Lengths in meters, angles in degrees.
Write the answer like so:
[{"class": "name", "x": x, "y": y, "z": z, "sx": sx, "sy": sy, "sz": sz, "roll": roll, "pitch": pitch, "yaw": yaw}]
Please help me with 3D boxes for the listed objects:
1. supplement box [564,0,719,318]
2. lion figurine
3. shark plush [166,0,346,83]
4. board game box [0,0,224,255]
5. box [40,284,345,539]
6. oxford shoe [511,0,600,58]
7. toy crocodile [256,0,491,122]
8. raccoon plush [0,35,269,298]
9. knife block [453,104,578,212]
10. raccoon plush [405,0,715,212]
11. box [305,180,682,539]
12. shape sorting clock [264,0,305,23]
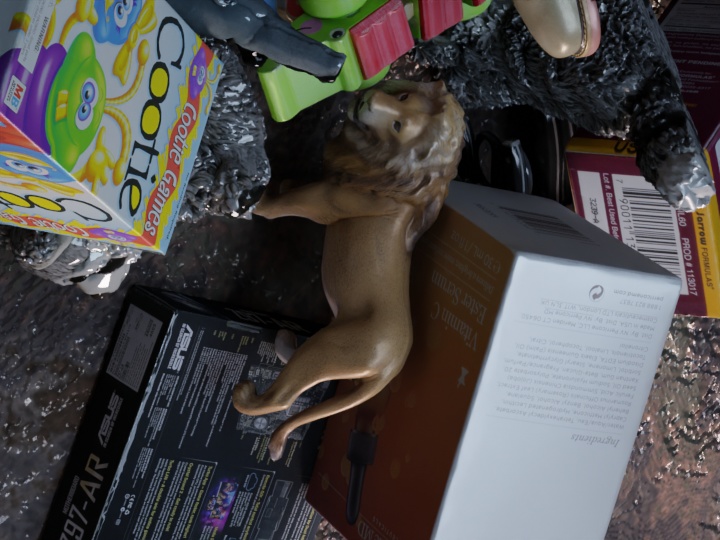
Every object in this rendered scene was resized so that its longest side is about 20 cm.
[{"class": "supplement box", "x": 0.200, "y": -0.075, "z": 1.674, "sx": 0.200, "sy": 0.086, "sz": 0.110, "roll": -52, "pitch": 140, "yaw": -46}, {"class": "lion figurine", "x": 0.000, "y": 0.000, "z": 1.516, "sx": 0.072, "sy": 0.122, "sz": 0.200, "roll": 6, "pitch": 83, "yaw": -60}, {"class": "shark plush", "x": -0.103, "y": -0.139, "z": 1.354, "sx": 0.091, "sy": 0.200, "sz": 0.083, "roll": -45, "pitch": 177, "yaw": -6}, {"class": "board game box", "x": -0.153, "y": -0.092, "z": 1.291, "sx": 0.200, "sy": 0.103, "sz": 0.105, "roll": 45, "pitch": 58, "yaw": -66}, {"class": "box", "x": -0.088, "y": 0.118, "z": 1.591, "sx": 0.160, "sy": 0.044, "sz": 0.200, "roll": 12, "pitch": 101, "yaw": -44}, {"class": "oxford shoe", "x": 0.047, "y": -0.183, "z": 1.427, "sx": 0.074, "sy": 0.071, "sz": 0.200, "roll": -31, "pitch": 85, "yaw": -17}, {"class": "toy crocodile", "x": 0.025, "y": -0.144, "z": 1.505, "sx": 0.200, "sy": 0.062, "sz": 0.068, "roll": -36, "pitch": 135, "yaw": -26}, {"class": "raccoon plush", "x": -0.132, "y": -0.087, "z": 1.440, "sx": 0.134, "sy": 0.097, "sz": 0.200, "roll": -13, "pitch": 92, "yaw": -25}, {"class": "knife block", "x": 0.111, "y": -0.011, "z": 1.691, "sx": 0.200, "sy": 0.064, "sz": 0.176, "roll": 32, "pitch": 88, "yaw": -44}, {"class": "raccoon plush", "x": 0.101, "y": -0.096, "z": 1.554, "sx": 0.134, "sy": 0.200, "sz": 0.097, "roll": -23, "pitch": 126, "yaw": 11}, {"class": "box", "x": 0.069, "y": 0.067, "z": 1.554, "sx": 0.106, "sy": 0.152, "sz": 0.200, "roll": 10, "pitch": 103, "yaw": -28}, {"class": "shape sorting clock", "x": 0.005, "y": -0.212, "z": 1.522, "sx": 0.200, "sy": 0.039, "sz": 0.200, "roll": -19, "pitch": 121, "yaw": -34}]
